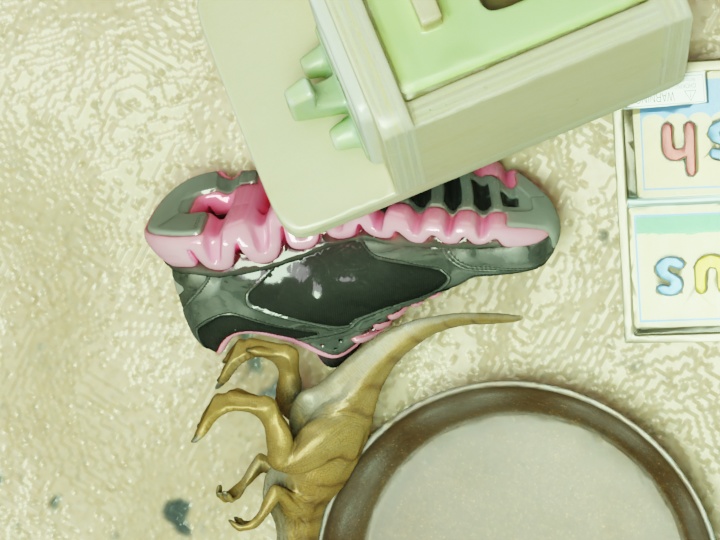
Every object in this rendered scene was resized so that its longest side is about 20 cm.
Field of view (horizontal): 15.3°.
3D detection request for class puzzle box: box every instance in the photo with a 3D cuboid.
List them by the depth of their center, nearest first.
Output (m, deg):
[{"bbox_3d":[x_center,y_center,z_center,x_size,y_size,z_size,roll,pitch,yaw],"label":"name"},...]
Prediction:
[{"bbox_3d":[0.216,-0.034,1.235,0.199,0.025,0.134,-3,97,14],"label":"puzzle box"}]

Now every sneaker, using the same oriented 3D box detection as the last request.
[{"bbox_3d":[0.000,0.000,1.280,0.199,0.079,0.096,-3,118,15],"label":"sneaker"}]

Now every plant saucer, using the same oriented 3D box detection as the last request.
[{"bbox_3d":[0.077,0.150,1.288,0.199,0.034,0.201,2,97,15],"label":"plant saucer"}]

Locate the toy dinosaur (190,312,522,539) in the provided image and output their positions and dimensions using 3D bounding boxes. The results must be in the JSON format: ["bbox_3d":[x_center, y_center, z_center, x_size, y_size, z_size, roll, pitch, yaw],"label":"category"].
[{"bbox_3d":[-0.017,0.069,1.269,0.106,0.060,0.200,27,111,-6],"label":"toy dinosaur"}]

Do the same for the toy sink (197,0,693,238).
[{"bbox_3d":[0.031,-0.118,1.190,0.199,0.112,0.131,-21,77,0],"label":"toy sink"}]
